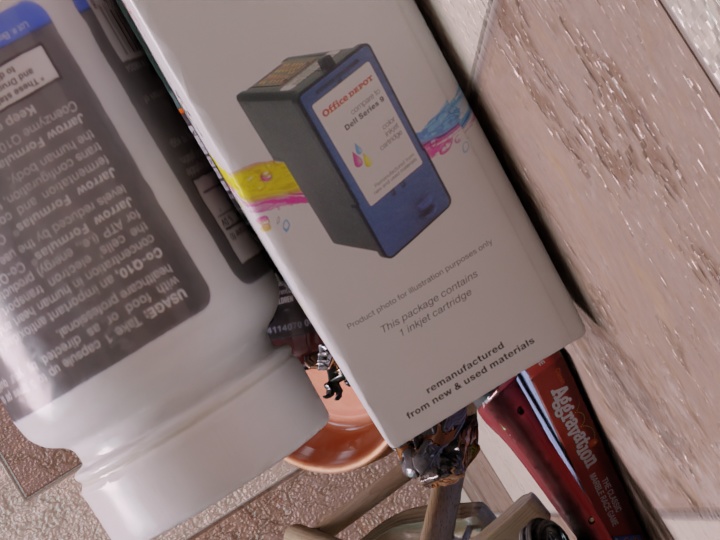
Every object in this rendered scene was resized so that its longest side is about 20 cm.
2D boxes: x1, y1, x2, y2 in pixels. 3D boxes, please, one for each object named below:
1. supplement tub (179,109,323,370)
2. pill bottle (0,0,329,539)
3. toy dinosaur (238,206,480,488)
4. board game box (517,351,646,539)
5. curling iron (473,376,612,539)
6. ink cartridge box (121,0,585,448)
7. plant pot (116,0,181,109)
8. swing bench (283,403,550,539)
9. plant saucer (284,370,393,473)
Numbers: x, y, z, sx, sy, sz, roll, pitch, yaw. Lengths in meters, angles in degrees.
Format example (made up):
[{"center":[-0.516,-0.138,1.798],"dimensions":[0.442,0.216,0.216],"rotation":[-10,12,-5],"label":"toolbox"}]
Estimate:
[{"center":[-0.058,-0.051,1.097],"dimensions":[0.107,0.106,0.202],"rotation":[-148,48,-83],"label":"supplement tub"},{"center":[-0.101,-0.006,0.829],"dimensions":[0.201,0.113,0.114],"rotation":[60,177,-2],"label":"pill bottle"},{"center":[0.000,0.000,1.029],"dimensions":[0.135,0.102,0.201],"rotation":[16,-144,-57],"label":"toy dinosaur"},{"center":[0.089,0.071,1.014],"dimensions":[0.103,0.019,0.200],"rotation":[53,174,44],"label":"board game box"},{"center":[0.057,0.059,0.935],"dimensions":[0.201,0.025,0.050],"rotation":[62,-147,-5],"label":"curling iron"},{"center":[-0.016,-0.059,0.805],"dimensions":[0.201,0.087,0.145],"rotation":[62,176,-26],"label":"ink cartridge box"},{"center":[-0.125,-0.147,0.988],"dimensions":[0.134,0.201,0.201],"rotation":[26,-161,-38],"label":"plant pot"},{"center":[0.075,0.193,1.070],"dimensions":[0.199,0.129,0.200],"rotation":[52,-178,-13],"label":"swing bench"},{"center":[-0.026,0.007,1.183],"dimensions":[0.200,0.032,0.202],"rotation":[17,114,45],"label":"plant saucer"}]
